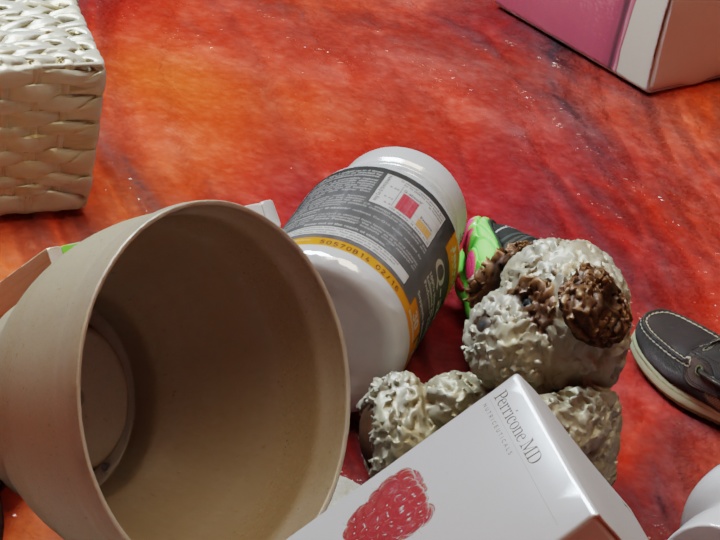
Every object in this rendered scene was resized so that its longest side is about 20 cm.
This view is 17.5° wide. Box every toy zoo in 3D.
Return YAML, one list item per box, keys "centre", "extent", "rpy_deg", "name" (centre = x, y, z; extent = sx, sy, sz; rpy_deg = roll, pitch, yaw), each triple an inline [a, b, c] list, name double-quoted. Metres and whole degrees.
- centre: [-0.140, -0.004, 1.485]
  extent: [0.200, 0.131, 0.020]
  rpy_deg: [-14, 80, -38]
  name: "toy zoo"

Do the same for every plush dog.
- centre: [0.108, 0.065, 1.359]
  extent: [0.160, 0.172, 0.200]
  rpy_deg: [13, 2, -23]
  name: "plush dog"

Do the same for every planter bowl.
- centre: [-0.119, 0.067, 1.246]
  extent: [0.135, 0.201, 0.200]
  rpy_deg: [-5, 13, 42]
  name: "planter bowl"

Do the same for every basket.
- centre: [-0.283, -0.118, 1.616]
  extent: [0.200, 0.136, 0.123]
  rpy_deg: [-5, 34, -26]
  name: "basket"

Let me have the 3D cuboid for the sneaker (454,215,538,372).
- centre: [0.112, 0.024, 1.555]
  extent: [0.084, 0.077, 0.200]
  rpy_deg: [8, 32, -8]
  name: "sneaker"

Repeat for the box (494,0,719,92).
- centre: [0.236, -0.253, 2.062]
  extent: [0.128, 0.109, 0.200]
  rpy_deg: [-15, 37, -39]
  name: "box"

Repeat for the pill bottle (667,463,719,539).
- centre: [0.253, 0.146, 1.344]
  extent: [0.111, 0.112, 0.200]
  rpy_deg: [27, 32, 27]
  name: "pill bottle"

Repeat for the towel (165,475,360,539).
- centre: [-0.003, 0.172, 1.292]
  extent: [0.200, 0.035, 0.133]
  rpy_deg: [23, 33, 23]
  name: "towel"

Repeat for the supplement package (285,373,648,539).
- centre: [0.041, 0.171, 1.113]
  extent: [0.200, 0.120, 0.121]
  rpy_deg: [-36, 33, 6]
  name: "supplement package"

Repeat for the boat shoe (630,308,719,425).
- centre: [0.256, 0.070, 1.529]
  extent: [0.073, 0.065, 0.200]
  rpy_deg: [-15, 36, -36]
  name: "boat shoe"

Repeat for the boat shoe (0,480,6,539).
- centre: [-0.219, 0.090, 1.326]
  extent: [0.067, 0.072, 0.200]
  rpy_deg: [-1, 28, -17]
  name: "boat shoe"

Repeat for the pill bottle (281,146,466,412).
- centre: [0.000, 0.000, 1.516]
  extent: [0.116, 0.117, 0.200]
  rpy_deg: [17, 30, 11]
  name: "pill bottle"

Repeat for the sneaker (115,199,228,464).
- centre: [-0.126, 0.040, 1.368]
  extent: [0.077, 0.085, 0.200]
  rpy_deg: [17, 63, 34]
  name: "sneaker"
